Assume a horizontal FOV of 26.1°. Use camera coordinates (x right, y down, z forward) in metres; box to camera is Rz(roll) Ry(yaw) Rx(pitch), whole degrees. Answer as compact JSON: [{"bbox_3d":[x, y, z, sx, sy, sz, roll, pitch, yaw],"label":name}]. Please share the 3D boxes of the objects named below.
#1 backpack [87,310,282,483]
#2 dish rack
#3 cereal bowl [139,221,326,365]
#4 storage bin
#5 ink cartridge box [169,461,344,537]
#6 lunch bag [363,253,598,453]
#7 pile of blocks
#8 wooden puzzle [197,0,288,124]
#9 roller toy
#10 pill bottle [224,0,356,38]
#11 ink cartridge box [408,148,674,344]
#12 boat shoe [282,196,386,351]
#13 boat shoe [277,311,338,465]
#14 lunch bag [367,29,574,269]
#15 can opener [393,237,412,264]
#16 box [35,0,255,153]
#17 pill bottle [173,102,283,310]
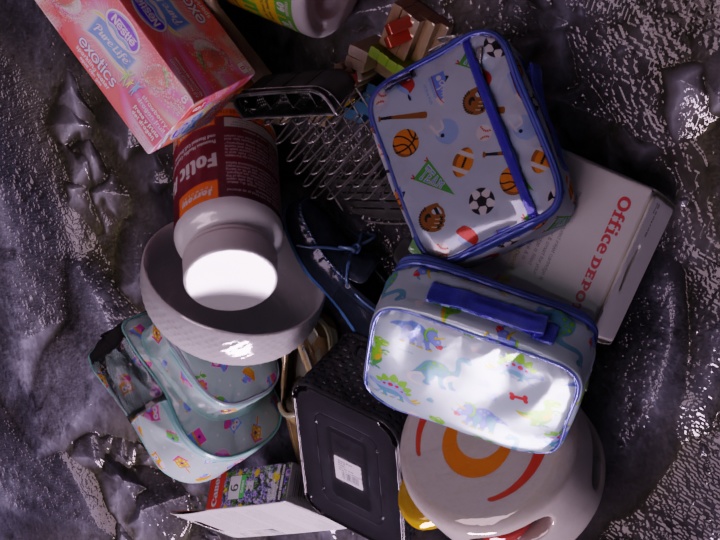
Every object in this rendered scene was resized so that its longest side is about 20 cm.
[{"bbox_3d":[-0.178,0.128,1.738,0.153,0.175,0.202,-28,87,39],"label":"backpack"},{"bbox_3d":[-0.022,-0.115,1.549,0.153,0.055,0.201,6,137,51],"label":"dish rack"},{"bbox_3d":[-0.139,0.031,1.651,0.199,0.200,0.084,33,132,21],"label":"cereal bowl"},{"bbox_3d":[0.012,0.183,1.640,0.134,0.094,0.202,23,137,28],"label":"storage bin"},{"bbox_3d":[-0.115,0.267,1.793,0.199,0.108,0.051,-13,59,42],"label":"ink cartridge box"},{"bbox_3d":[0.106,0.074,1.376,0.198,0.083,0.162,18,144,9],"label":"lunch bag"},{"bbox_3d":[0.008,-0.189,1.543,0.200,0.062,0.083,-38,85,41],"label":"pile of blocks"},{"bbox_3d":[-0.184,-0.224,1.627,0.183,0.038,0.201,9,149,34],"label":"wooden puzzle"},{"bbox_3d":[0.140,0.189,1.515,0.182,0.140,0.201,30,80,35],"label":"roller toy"},{"bbox_3d":[-0.103,-0.314,1.540,0.199,0.111,0.112,26,122,26],"label":"pill bottle"},{"bbox_3d":[0.168,-0.040,1.437,0.199,0.087,0.147,26,94,27],"label":"ink cartridge box"},{"bbox_3d":[0.000,0.000,1.628,0.068,0.084,0.201,-28,107,40],"label":"boat shoe"},{"bbox_3d":[-0.065,0.147,1.727,0.071,0.076,0.203,8,115,31],"label":"boat shoe"},{"bbox_3d":[0.101,-0.112,1.390,0.159,0.075,0.202,-25,74,19],"label":"lunch bag"},{"bbox_3d":[0.098,0.026,1.522,0.067,0.052,0.200,-59,38,16],"label":"can opener"},{"bbox_3d":[-0.212,-0.231,1.510,0.201,0.102,0.095,54,133,3],"label":"box"},{"bbox_3d":[-0.137,-0.066,1.602,0.114,0.113,0.202,-50,34,39],"label":"pill bottle"}]
